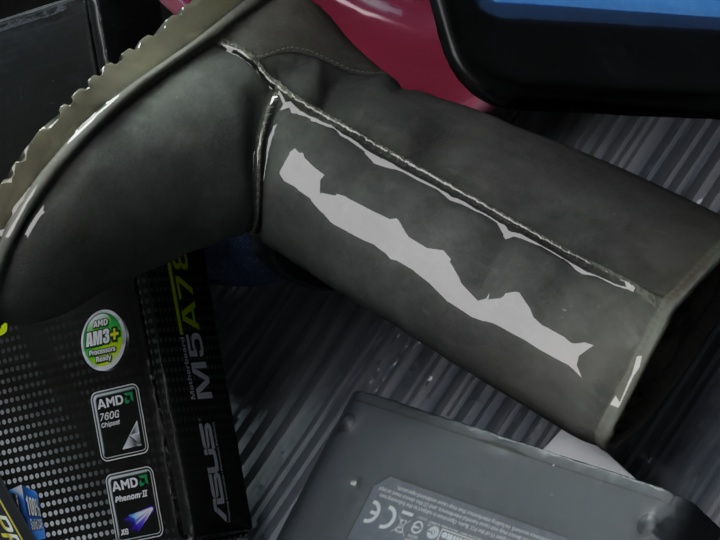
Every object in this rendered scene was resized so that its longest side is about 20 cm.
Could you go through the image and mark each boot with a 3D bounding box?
[{"bbox_3d":[0.000,0.000,0.926,0.200,0.073,0.182,37,64,12],"label":"boot"}]

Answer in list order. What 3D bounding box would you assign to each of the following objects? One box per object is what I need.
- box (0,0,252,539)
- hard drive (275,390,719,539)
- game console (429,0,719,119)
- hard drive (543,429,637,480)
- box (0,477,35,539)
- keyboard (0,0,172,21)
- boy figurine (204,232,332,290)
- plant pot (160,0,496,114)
[{"bbox_3d":[-0.144,0.018,1.042,0.200,0.047,0.194,-13,86,31],"label":"box"},{"bbox_3d":[0.008,0.144,0.885,0.139,0.033,0.200,16,72,40],"label":"hard drive"},{"bbox_3d":[0.105,-0.151,0.841,0.176,0.116,0.200,-23,66,22],"label":"game console"},{"bbox_3d":[0.039,0.158,0.896,0.200,0.027,0.132,-47,46,0],"label":"hard drive"},{"bbox_3d":[-0.176,0.139,0.992,0.161,0.049,0.200,-36,74,11],"label":"box"},{"bbox_3d":[-0.103,-0.149,1.143,0.200,0.127,0.021,-56,7,-7],"label":"keyboard"},{"bbox_3d":[-0.095,-0.034,1.077,0.200,0.064,0.125,2,86,32],"label":"boy figurine"},{"bbox_3d":[0.018,-0.178,1.023,0.200,0.200,0.179,16,58,40],"label":"plant pot"}]
